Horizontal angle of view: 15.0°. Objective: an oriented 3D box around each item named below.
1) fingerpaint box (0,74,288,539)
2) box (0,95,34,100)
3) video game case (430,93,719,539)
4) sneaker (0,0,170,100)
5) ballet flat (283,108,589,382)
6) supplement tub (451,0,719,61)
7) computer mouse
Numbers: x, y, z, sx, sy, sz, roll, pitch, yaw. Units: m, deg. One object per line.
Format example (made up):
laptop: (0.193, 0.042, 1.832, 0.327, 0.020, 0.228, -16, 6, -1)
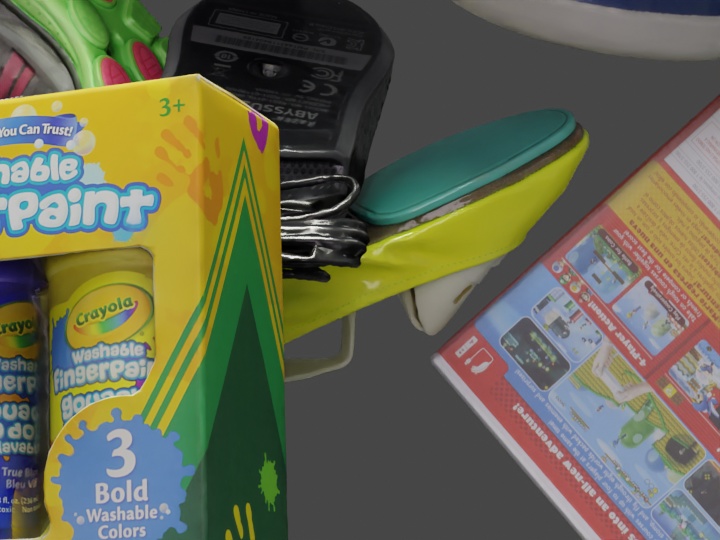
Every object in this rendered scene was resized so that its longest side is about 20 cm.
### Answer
fingerpaint box: (-0.128, 0.035, 0.885, 0.199, 0.073, 0.168, -5, 78, 19)
box: (-0.203, 0.030, 1.056, 0.199, 0.044, 0.161, -11, 107, 9)
video game case: (0.146, 0.021, 1.045, 0.200, 0.017, 0.143, -42, 80, 3)
sneaker: (-0.126, -0.077, 1.083, 0.084, 0.077, 0.201, -37, 82, 34)
ballet flat: (0.000, 0.000, 1.047, 0.199, 0.067, 0.067, -21, 111, -10)
supplement tub: (0.103, -0.190, 0.980, 0.143, 0.144, 0.201, 13, 111, 10)
computer mouse: (-0.046, -0.046, 1.016, 0.137, 0.200, 0.053, 12, 121, 9)
